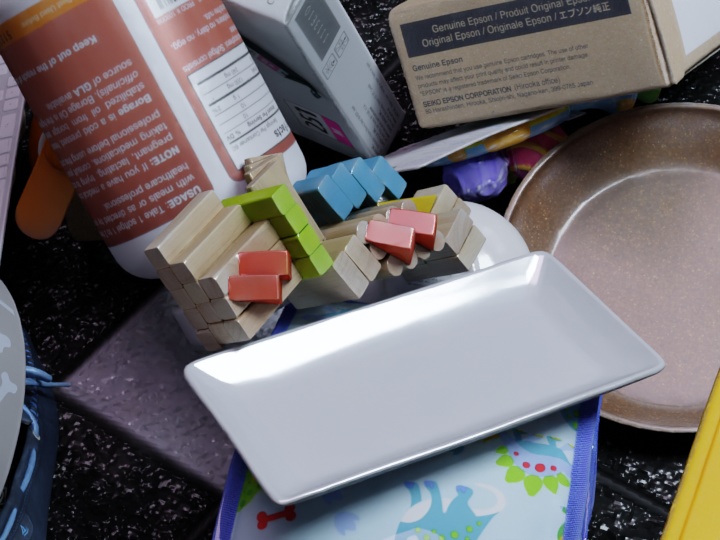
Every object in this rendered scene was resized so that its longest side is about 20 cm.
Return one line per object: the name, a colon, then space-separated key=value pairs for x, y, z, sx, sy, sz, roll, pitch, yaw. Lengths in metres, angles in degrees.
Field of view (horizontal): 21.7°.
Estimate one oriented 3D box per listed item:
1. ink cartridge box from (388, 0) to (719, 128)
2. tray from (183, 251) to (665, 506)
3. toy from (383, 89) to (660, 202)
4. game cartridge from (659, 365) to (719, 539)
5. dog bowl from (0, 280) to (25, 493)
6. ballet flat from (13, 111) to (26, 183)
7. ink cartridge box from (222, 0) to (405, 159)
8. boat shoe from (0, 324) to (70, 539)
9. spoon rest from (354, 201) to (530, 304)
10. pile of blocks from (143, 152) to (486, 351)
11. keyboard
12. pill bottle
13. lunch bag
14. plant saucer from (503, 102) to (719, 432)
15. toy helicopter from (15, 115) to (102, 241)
ink cartridge box: x=0.137 y=-0.155 z=1.085 sx=0.164 sy=0.076 sz=0.200 roll=-8 pitch=16 yaw=36
tray: x=0.029 y=0.051 z=0.856 sx=0.198 sy=0.022 sz=0.107 roll=-17 pitch=40 yaw=-22
toy: x=0.095 y=-0.075 z=1.095 sx=0.199 sy=0.048 sz=0.115 roll=-28 pitch=9 yaw=-24
game cartridge: x=0.125 y=0.159 z=0.792 sx=0.032 sy=0.201 sz=0.177 roll=17 pitch=49 yaw=14
dog bowl: x=-0.232 y=0.074 z=0.903 sx=0.058 sy=0.200 sz=0.201 roll=22 pitch=33 yaw=-38
ballet flat: x=-0.232 y=-0.072 z=1.109 sx=0.063 sy=0.076 sz=0.202 roll=9 pitch=57 yaw=-3
ink cartridge box: x=-0.076 y=-0.143 z=1.079 sx=0.172 sy=0.200 sz=0.044 roll=24 pitch=79 yaw=22
boat shoe: x=-0.185 y=0.085 z=0.957 sx=0.083 sy=0.069 sz=0.201 roll=-11 pitch=47 yaw=-9
spoon rest: x=0.000 y=0.000 z=1.029 sx=0.198 sy=0.061 sz=0.100 roll=13 pitch=82 yaw=16
pile of blocks: x=-0.008 y=-0.023 z=0.904 sx=0.062 sy=0.083 sz=0.199 roll=-11 pitch=5 yaw=45
keyboard: x=-0.213 y=-0.054 z=1.033 sx=0.056 sy=0.011 sz=0.202 roll=-15 pitch=54 yaw=23
pill bottle: x=-0.097 y=-0.070 z=0.952 sx=0.111 sy=0.201 sz=0.112 roll=-27 pitch=10 yaw=5
lunch bag: x=0.027 y=0.105 z=0.895 sx=0.168 sy=0.128 sz=0.202 roll=6 pitch=57 yaw=7
plant saucer: x=0.173 y=0.002 z=1.023 sx=0.198 sy=0.037 sz=0.202 roll=-4 pitch=62 yaw=7
toy helicopter: x=-0.159 y=-0.106 z=1.043 sx=0.078 sy=0.202 sz=0.133 roll=1 pitch=32 yaw=5
